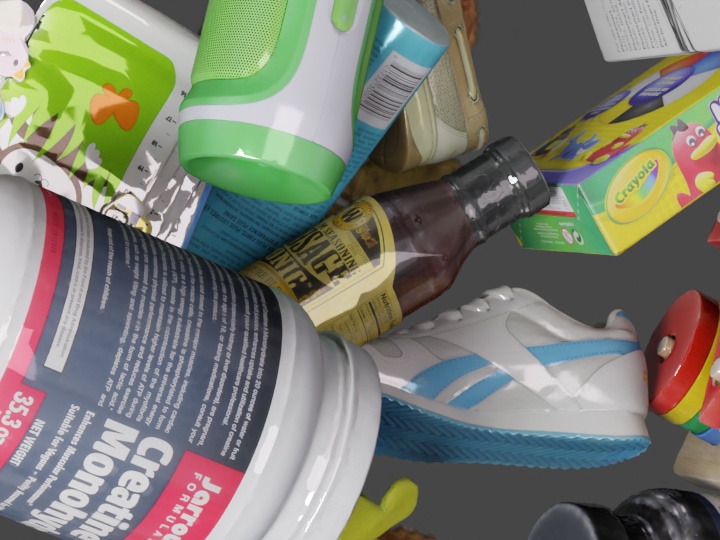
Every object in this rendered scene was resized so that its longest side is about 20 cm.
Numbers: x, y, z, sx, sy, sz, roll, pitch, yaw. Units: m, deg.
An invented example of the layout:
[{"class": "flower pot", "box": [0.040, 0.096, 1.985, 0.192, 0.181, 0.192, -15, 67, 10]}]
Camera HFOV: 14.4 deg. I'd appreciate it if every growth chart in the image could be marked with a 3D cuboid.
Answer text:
[{"class": "growth chart", "box": [-0.134, -0.038, 1.333, 0.144, 0.018, 0.201, 20, 85, -24]}]

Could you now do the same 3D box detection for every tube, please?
[{"class": "tube", "box": [-0.035, -0.051, 1.398, 0.077, 0.050, 0.200, 34, 108, -17]}]

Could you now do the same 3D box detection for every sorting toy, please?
[{"class": "sorting toy", "box": [0.218, 0.013, 1.458, 0.069, 0.200, 0.200, 26, 84, -11]}]

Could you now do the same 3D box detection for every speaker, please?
[{"class": "speaker", "box": [-0.027, -0.137, 1.325, 0.088, 0.088, 0.201, 18, 76, -23]}]

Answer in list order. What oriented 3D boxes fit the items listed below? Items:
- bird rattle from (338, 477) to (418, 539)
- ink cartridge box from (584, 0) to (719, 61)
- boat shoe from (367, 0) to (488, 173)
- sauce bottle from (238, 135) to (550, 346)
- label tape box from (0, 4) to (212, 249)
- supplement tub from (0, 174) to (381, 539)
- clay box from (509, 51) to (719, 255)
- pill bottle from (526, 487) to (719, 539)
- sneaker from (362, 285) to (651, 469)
[{"class": "bird rattle", "box": [-0.012, 0.183, 1.447, 0.163, 0.113, 0.201, -35, 120, -5]}, {"class": "ink cartridge box", "box": [0.212, -0.171, 1.437, 0.145, 0.200, 0.085, -24, 100, -19]}, {"class": "boat shoe", "box": [0.024, -0.153, 1.432, 0.063, 0.073, 0.202, -15, 102, -29]}, {"class": "sauce bottle", "box": [0.000, 0.000, 1.395, 0.199, 0.066, 0.066, -33, 106, -12]}, {"class": "label tape box", "box": [-0.179, -0.048, 1.356, 0.199, 0.063, 0.145, 26, 84, -24]}, {"class": "supplement tub", "box": [-0.105, 0.055, 1.265, 0.199, 0.140, 0.141, 24, 85, -22]}, {"class": "clay box", "box": [0.173, -0.081, 1.473, 0.200, 0.115, 0.048, -36, 105, -17]}, {"class": "pill bottle", "box": [0.188, 0.174, 1.496, 0.199, 0.112, 0.113, 9, 91, -26]}, {"class": "sneaker", "box": [0.052, 0.052, 1.463, 0.199, 0.077, 0.081, 7, 68, -19]}]
